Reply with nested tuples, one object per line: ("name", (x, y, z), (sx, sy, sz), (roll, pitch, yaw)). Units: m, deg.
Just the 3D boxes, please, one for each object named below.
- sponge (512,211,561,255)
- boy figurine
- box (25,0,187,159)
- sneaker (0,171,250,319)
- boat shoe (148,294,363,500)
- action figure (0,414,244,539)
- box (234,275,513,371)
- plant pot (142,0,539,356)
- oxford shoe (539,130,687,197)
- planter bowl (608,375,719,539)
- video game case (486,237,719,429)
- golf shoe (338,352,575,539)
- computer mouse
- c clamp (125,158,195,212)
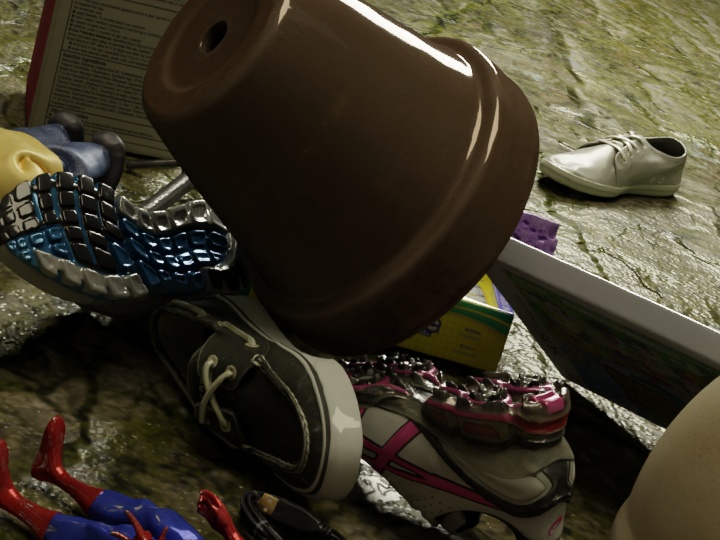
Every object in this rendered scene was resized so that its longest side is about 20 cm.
("sponge", (0.071, -0.044, 1.182), (0.110, 0.030, 0.200), (15, 3, -11))
("boy figurine", (-0.232, -0.058, 1.010), (0.123, 0.065, 0.200), (26, 23, 18))
("box", (-0.181, -0.206, 1.222), (0.126, 0.202, 0.109), (11, 22, -18))
("sneaker", (-0.151, -0.001, 0.908), (0.199, 0.086, 0.076), (12, 57, -56))
("boat shoe", (-0.062, 0.067, 0.840), (0.063, 0.072, 0.200), (4, 15, -28))
("action figure", (-0.082, 0.129, 0.698), (0.199, 0.052, 0.065), (30, 20, 22))
("box", (0.000, 0.000, 1.059), (0.197, 0.049, 0.118), (14, 21, -6))
("plant pot", (-0.026, -0.078, 0.879), (0.174, 0.201, 0.200), (38, 7, -35))
("oxford shoe", (0.251, -0.109, 1.540), (0.198, 0.058, 0.075), (-4, 32, -41))
("planter bowl", (0.235, 0.107, 0.761), (0.198, 0.136, 0.201), (14, 19, -5))
("video game case", (0.174, 0.058, 0.950), (0.199, 0.022, 0.182), (27, -14, 38))
("golf shoe", (0.030, 0.096, 0.834), (0.072, 0.093, 0.199), (-11, 12, -37))
("computer mouse", (0.030, 0.147, 0.759), (0.198, 0.034, 0.059), (22, 22, 11))
("c clamp", (-0.111, -0.053, 1.080), (0.169, 0.027, 0.200), (-8, 17, 13))
